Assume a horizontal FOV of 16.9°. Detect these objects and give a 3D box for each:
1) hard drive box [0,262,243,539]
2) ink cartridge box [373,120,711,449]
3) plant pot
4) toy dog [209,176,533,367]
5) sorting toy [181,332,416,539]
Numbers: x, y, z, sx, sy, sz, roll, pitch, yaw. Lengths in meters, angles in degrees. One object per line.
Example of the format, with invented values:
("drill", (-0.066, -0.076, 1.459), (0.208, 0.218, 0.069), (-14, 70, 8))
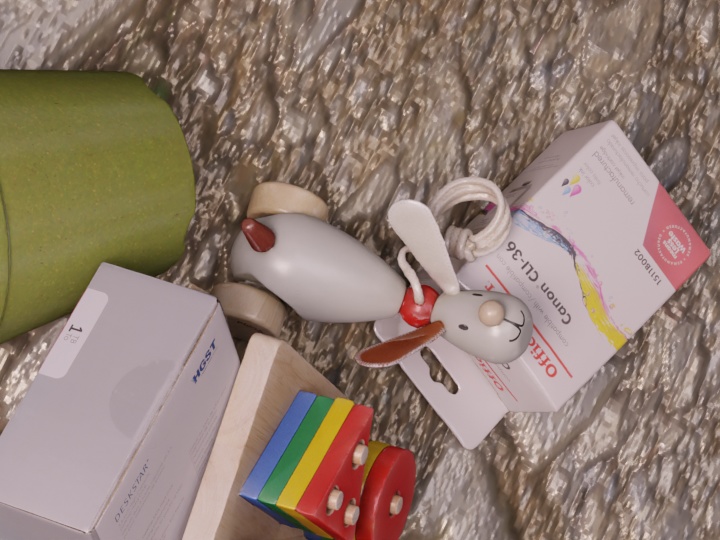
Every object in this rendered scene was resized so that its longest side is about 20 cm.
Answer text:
("hard drive box", (-0.125, 0.119, 1.354), (0.077, 0.200, 0.156), (17, 59, 20))
("ink cartridge box", (0.117, 0.012, 1.559), (0.200, 0.067, 0.117), (-44, 105, -21))
("plant pot", (-0.202, -0.040, 1.362), (0.190, 0.200, 0.200), (-14, 93, -39))
("toy dog", (0.000, 0.000, 1.453), (0.200, 0.096, 0.132), (-5, 73, 5))
("sorting toy", (-0.034, 0.161, 1.409), (0.069, 0.200, 0.199), (14, 78, 19))
